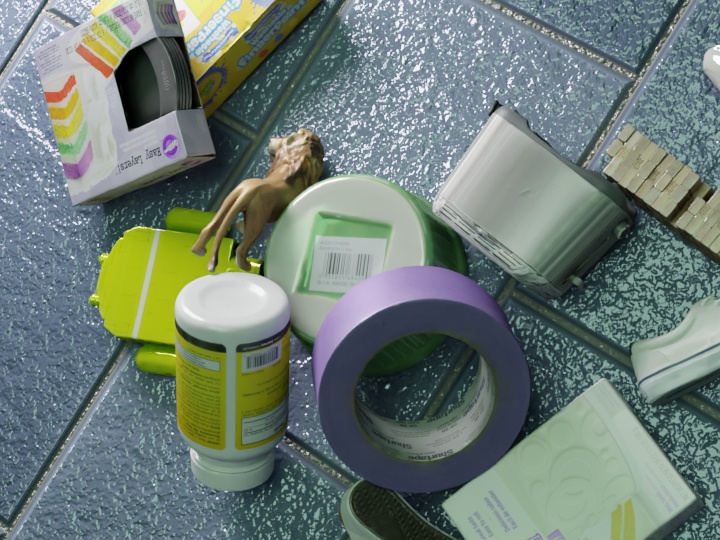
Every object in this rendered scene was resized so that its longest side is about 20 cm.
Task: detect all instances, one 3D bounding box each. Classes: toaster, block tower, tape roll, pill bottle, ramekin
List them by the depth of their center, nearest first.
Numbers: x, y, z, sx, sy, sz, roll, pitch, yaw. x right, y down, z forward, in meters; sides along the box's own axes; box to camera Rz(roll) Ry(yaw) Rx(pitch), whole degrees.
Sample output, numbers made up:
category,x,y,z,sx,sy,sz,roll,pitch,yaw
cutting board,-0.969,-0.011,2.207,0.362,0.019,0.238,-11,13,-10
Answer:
category,x,y,z,sx,sy,sz,roll,pitch,yaw
tape roll,0.055,0.102,1.520,0.199,0.085,0.201,-2,111,-6
block tower,0.322,-0.057,1.546,0.200,0.058,0.054,40,91,25
toaster,0.161,-0.067,1.574,0.200,0.114,0.129,40,93,22
pill bottle,-0.126,0.112,1.583,0.112,0.112,0.201,17,122,22
ramekin,0.000,0.000,1.619,0.199,0.098,0.201,-5,75,18

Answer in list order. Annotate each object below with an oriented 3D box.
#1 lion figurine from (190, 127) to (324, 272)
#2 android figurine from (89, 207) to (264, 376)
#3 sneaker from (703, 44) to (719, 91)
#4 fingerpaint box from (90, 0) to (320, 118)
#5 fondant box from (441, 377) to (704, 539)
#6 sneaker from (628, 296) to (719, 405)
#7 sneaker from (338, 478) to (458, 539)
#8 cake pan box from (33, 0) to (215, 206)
category,x,y,z,sx,sy,sz,roll,pitch,yaw
lion figurine,-0.097,-0.071,1.639,0.072,0.200,0.123,32,113,2
android figurine,-0.197,0.022,1.714,0.199,0.041,0.183,6,78,20
sneaker,0.392,-0.137,1.536,0.081,0.076,0.200,-49,65,12
fingerpaint box,-0.168,-0.292,1.766,0.200,0.073,0.167,-46,66,6
fondant box,0.199,0.221,1.515,0.200,0.058,0.144,-39,67,7
sneaker,0.342,0.054,1.500,0.199,0.073,0.071,-26,72,11
sneaker,0.058,0.283,1.553,0.073,0.085,0.200,-40,85,-24
cake pan box,-0.252,-0.182,1.723,0.199,0.052,0.185,-16,88,38
